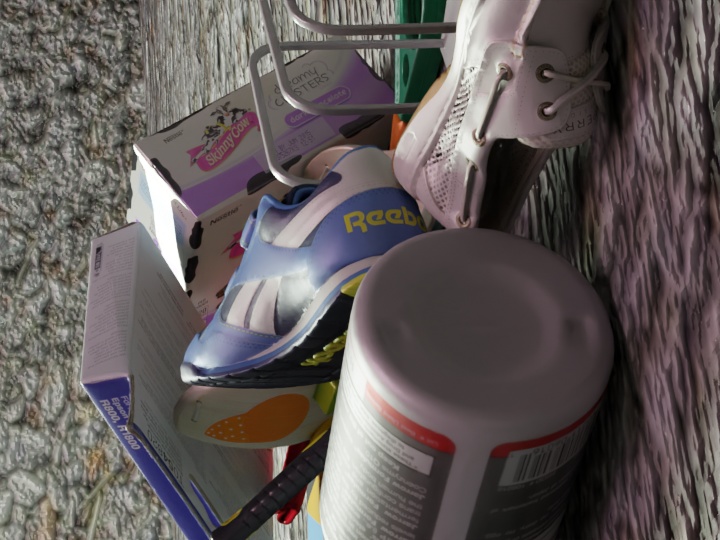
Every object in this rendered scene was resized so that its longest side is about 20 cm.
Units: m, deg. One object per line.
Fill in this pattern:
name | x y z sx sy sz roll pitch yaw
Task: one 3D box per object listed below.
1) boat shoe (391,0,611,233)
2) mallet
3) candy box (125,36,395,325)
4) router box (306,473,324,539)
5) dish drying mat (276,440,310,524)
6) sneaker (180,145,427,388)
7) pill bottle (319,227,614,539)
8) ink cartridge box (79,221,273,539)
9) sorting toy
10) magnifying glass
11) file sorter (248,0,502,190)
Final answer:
boat shoe | 0.077 -0.082 0.829 0.069 0.071 0.200 54 146 23
mallet | 0.001 0.074 0.970 0.041 0.200 0.066 46 -179 -4
candy box | -0.070 -0.042 1.300 0.072 0.168 0.200 50 154 20
router box | 0.003 0.160 1.267 0.200 0.051 0.149 113 156 -65
dish drying mat | -0.027 0.066 1.294 0.077 0.018 0.200 120 165 -73
sneaker | -0.027 0.007 0.966 0.200 0.074 0.082 -34 62 50
pill bottle | 0.041 0.086 0.888 0.200 0.114 0.114 101 164 -47
ink cartridge box | -0.108 0.102 1.188 0.200 0.041 0.200 -97 -18 -55
sorting toy | 0.000 0.000 1.103 0.200 0.107 0.180 -63 5 -36
magnifying glass | 0.031 -0.113 1.172 0.080 0.022 0.200 -109 20 -58
file sorter | 0.018 -0.154 0.954 0.139 0.124 0.200 -104 17 -48
